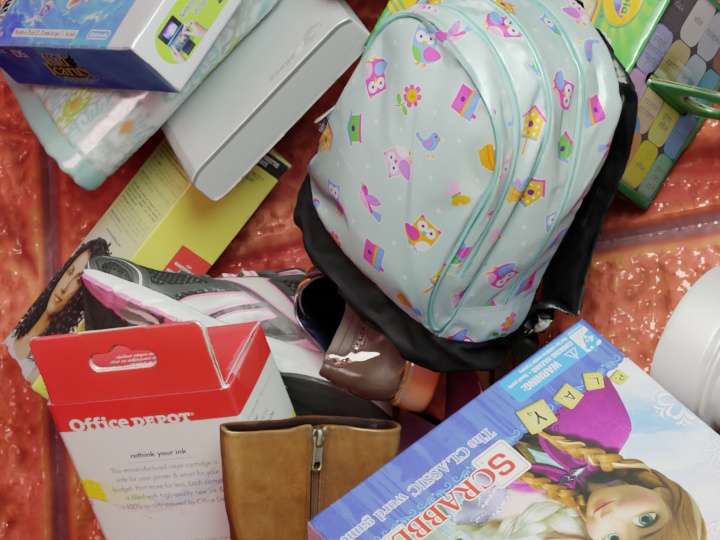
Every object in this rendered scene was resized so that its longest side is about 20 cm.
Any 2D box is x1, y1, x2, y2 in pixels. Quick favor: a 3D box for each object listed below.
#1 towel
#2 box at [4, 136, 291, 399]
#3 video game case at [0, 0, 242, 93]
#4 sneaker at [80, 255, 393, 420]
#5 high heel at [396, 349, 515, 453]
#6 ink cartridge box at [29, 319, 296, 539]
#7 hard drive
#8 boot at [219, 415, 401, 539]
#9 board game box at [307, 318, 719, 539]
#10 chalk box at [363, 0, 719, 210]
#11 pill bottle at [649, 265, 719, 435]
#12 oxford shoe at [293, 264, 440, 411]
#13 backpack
[{"bbox_3d":[-0.137,-0.149,1.802,0.171,0.048,0.200,-48,30,7],"label":"towel"},{"bbox_3d":[-0.130,-0.009,1.795,0.200,0.050,0.075,-51,30,4],"label":"box"},{"bbox_3d":[-0.120,-0.190,1.739,0.200,0.045,0.181,8,61,56],"label":"video game case"},{"bbox_3d":[-0.066,0.033,1.741,0.200,0.080,0.086,23,53,1],"label":"sneaker"},{"bbox_3d":[0.085,0.042,1.688,0.096,0.067,0.200,21,101,37],"label":"high heel"},{"bbox_3d":[-0.098,0.100,1.690,0.116,0.200,0.067,-6,30,23],"label":"ink cartridge box"},{"bbox_3d":[-0.072,-0.134,1.771,0.132,0.026,0.200,-46,29,8],"label":"hard drive"},{"bbox_3d":[-0.067,0.181,1.629,0.068,0.188,0.200,-134,43,-63],"label":"boot"},{"bbox_3d":[0.111,0.146,1.540,0.200,0.041,0.199,-36,59,-23],"label":"board game box"},{"bbox_3d":[0.129,-0.120,1.679,0.200,0.124,0.124,31,90,29],"label":"chalk box"},{"bbox_3d":[0.258,0.078,1.573,0.200,0.114,0.114,28,89,28],"label":"pill bottle"},{"bbox_3d":[0.000,0.000,1.692,0.200,0.073,0.071,-102,26,-57],"label":"oxford shoe"},{"bbox_3d":[0.055,-0.057,1.569,0.167,0.127,0.200,46,130,21],"label":"backpack"}]
